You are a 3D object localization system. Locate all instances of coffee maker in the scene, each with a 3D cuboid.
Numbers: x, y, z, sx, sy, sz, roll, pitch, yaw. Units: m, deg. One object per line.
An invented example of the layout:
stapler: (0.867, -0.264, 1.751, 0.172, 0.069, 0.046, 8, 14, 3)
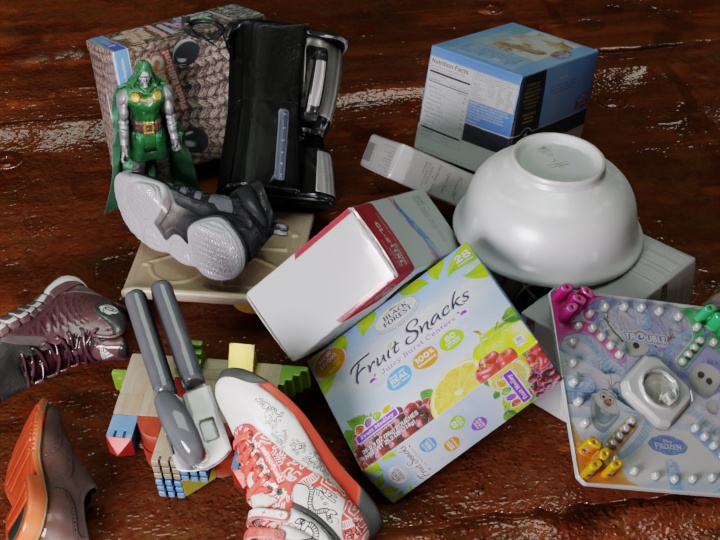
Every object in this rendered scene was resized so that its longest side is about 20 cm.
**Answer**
coffee maker: (-0.115, -0.174, 1.798, 0.190, 0.135, 0.202, 4, 79, 7)

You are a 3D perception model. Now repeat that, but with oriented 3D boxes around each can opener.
can opener: (-0.170, 0.090, 1.423, 0.053, 0.067, 0.201, -19, 61, -7)

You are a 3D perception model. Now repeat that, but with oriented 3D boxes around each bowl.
bowl: (0.195, -0.076, 1.582, 0.199, 0.091, 0.202, 3, 36, -2)

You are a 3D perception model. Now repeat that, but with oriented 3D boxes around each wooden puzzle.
wooden puzzle: (-0.152, -0.009, 1.719, 0.183, 0.047, 0.201, 4, 31, 5)

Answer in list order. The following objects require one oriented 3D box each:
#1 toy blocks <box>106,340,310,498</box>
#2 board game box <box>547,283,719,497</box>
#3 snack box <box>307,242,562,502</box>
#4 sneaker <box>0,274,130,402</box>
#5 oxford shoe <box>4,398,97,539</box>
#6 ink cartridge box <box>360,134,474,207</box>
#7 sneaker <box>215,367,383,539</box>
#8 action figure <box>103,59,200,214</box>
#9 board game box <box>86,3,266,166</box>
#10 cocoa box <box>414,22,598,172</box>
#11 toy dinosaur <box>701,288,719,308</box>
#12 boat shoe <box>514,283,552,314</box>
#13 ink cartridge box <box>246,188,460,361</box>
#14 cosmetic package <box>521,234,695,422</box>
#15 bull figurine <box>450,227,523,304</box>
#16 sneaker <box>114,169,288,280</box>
toy blocks: (-0.155, 0.151, 1.468, 0.198, 0.101, 0.138, 4, 46, 9)
board game box: (0.280, 0.110, 1.458, 0.198, 0.026, 0.202, 7, 57, -19)
snack box: (0.066, 0.094, 1.480, 0.199, 0.068, 0.169, -35, 40, 4)
sneaker: (-0.298, 0.077, 1.573, 0.114, 0.076, 0.200, 17, 38, 17)
oxford shoe: (-0.282, 0.193, 1.435, 0.072, 0.072, 0.201, 21, 27, -21)
ink cartridge box: (0.100, -0.099, 1.769, 0.175, 0.045, 0.200, 22, 4, -11)
sneaker: (-0.078, 0.186, 1.363, 0.202, 0.067, 0.108, 48, 53, 0)
action figure: (-0.241, -0.148, 1.774, 0.117, 0.202, 0.055, -11, 37, -14)
board game box: (-0.209, -0.217, 1.887, 0.198, 0.161, 0.097, -19, 23, -23)
cocoa box: (0.177, -0.207, 1.877, 0.133, 0.133, 0.199, 23, 27, 28)
toy dinosaur: (0.435, 0.060, 1.607, 0.199, 0.061, 0.106, 27, 42, 32)
boat shoe: (0.182, 0.034, 1.625, 0.199, 0.068, 0.071, -32, 23, -36)
ink cartridge box: (0.000, 0.000, 1.550, 0.083, 0.145, 0.200, 53, 23, 7)
cosmetic package: (0.246, 0.055, 1.575, 0.090, 0.108, 0.200, 26, 45, 31)
bull figurine: (0.107, -0.019, 1.713, 0.198, 0.066, 0.122, 10, 33, 9)
sneaker: (-0.170, -0.063, 1.696, 0.199, 0.076, 0.113, 31, 41, 31)
